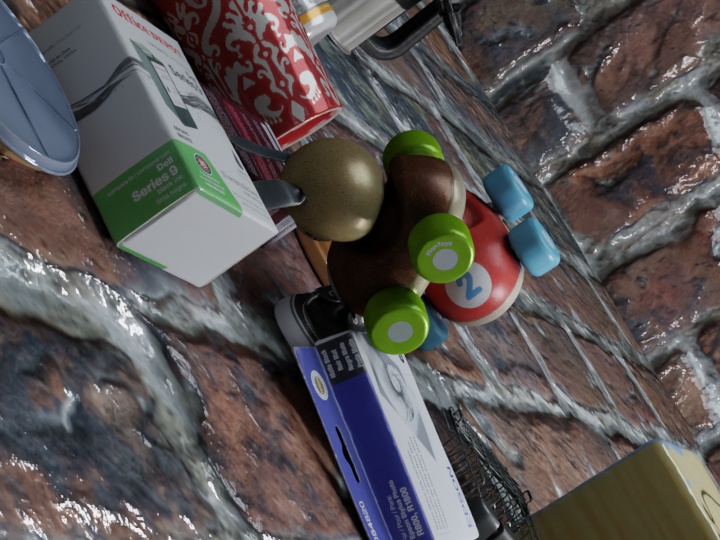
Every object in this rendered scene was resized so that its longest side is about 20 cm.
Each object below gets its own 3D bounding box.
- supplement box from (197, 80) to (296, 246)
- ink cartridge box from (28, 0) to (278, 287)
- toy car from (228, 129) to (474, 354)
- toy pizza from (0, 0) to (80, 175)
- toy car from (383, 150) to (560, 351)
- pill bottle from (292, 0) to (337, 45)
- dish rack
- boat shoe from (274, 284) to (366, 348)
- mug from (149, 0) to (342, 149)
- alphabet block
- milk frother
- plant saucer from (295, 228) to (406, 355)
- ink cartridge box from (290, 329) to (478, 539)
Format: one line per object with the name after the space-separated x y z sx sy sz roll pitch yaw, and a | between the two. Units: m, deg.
-0.122 -0.098 1.643 0.109 0.061 0.200 61 13 21 | supplement box
-0.166 -0.104 1.440 0.201 0.084 0.146 61 13 22 | ink cartridge box
-0.024 -0.049 1.571 0.199 0.158 0.165 20 29 -22 | toy car
-0.267 -0.145 1.288 0.201 0.032 0.200 53 12 -16 | toy pizza
0.080 -0.050 2.001 0.200 0.184 0.178 43 18 -42 | toy car
-0.124 -0.331 2.092 0.201 0.116 0.116 55 13 0 | pill bottle
0.123 0.227 1.782 0.154 0.054 0.200 51 12 -28 | dish rack
-0.020 0.041 1.669 0.070 0.066 0.200 58 12 8 | boat shoe
-0.105 -0.225 1.878 0.201 0.133 0.177 60 15 3 | mug
0.294 0.311 1.888 0.201 0.196 0.195 61 15 20 | alphabet block
0.044 -0.374 2.655 0.181 0.187 0.200 50 14 -21 | milk frother
0.000 0.000 1.915 0.201 0.037 0.200 53 14 -18 | plant saucer
0.026 0.149 1.580 0.201 0.040 0.200 67 15 10 | ink cartridge box
